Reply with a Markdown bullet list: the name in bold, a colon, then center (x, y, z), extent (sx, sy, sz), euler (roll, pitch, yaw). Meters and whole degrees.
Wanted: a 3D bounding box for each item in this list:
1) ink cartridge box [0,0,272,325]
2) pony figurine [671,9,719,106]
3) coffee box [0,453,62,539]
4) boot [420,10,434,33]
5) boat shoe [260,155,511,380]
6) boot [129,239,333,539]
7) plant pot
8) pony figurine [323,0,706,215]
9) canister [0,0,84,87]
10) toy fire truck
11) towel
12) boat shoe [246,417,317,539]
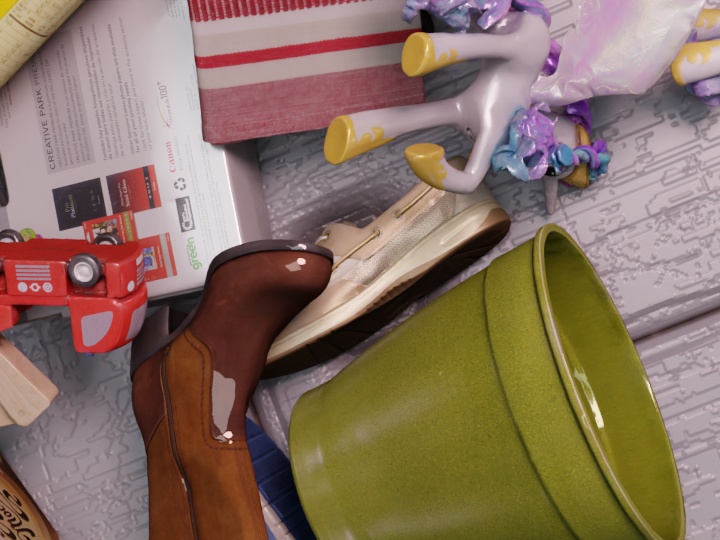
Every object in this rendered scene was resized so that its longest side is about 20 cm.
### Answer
- **ink cartridge box**: center (-0.163, -0.075, 0.924), extent (0.174, 0.084, 0.202), euler (-12, 87, 11)
- **pony figurine**: center (0.282, -0.171, 0.826), extent (0.199, 0.166, 0.195), euler (-13, 81, 25)
- **coffee box**: center (-0.238, 0.219, 0.915), extent (0.080, 0.113, 0.200), euler (-38, 83, 7)
- **boot**: center (0.006, -0.248, 0.862), extent (0.164, 0.066, 0.201), euler (16, 110, -18)
- **boat shoe**: center (0.000, 0.000, 0.906), extent (0.199, 0.072, 0.065), euler (-34, 74, 5)
- **boot**: center (-0.075, 0.098, 0.821), extent (0.188, 0.068, 0.201), euler (-28, 56, 33)
- **plant pot**: center (0.067, 0.102, 0.840), extent (0.192, 0.200, 0.202), euler (-24, 85, 19)
- **pony figurine**: center (0.092, -0.129, 0.829), extent (0.166, 0.199, 0.194), euler (34, 113, 46)
- **canister**: center (-0.249, -0.180, 0.838), extent (0.200, 0.087, 0.149), euler (-42, 103, 12)
- **toy fire truck**: center (-0.229, 0.048, 0.875), extent (0.198, 0.049, 0.142), euler (2, 110, 9)
- **towel**: center (-0.035, -0.180, 0.831), extent (0.143, 0.023, 0.201), euler (-10, 116, -13)
- **boat shoe**: center (-0.065, 0.179, 0.908), extent (0.072, 0.072, 0.201), euler (-39, 77, 17)
